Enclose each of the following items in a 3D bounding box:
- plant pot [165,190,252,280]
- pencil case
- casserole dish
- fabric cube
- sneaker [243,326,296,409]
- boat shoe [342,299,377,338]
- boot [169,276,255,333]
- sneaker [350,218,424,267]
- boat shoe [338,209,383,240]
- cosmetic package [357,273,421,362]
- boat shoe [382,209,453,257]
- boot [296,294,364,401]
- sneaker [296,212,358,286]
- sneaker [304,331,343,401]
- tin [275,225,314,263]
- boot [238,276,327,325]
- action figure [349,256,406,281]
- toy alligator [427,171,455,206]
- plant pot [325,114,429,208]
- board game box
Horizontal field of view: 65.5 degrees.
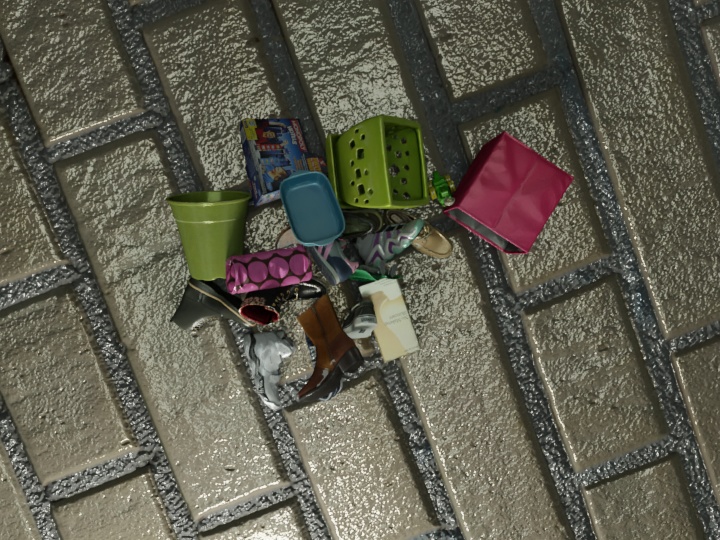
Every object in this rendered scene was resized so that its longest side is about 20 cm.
[{"bbox_3d":[-0.353,-0.083,1.333,0.198,0.200,0.192,0,105,-1],"label":"plant pot"},{"bbox_3d":[-0.216,-0.006,1.308,0.198,0.091,0.095,-13,116,-26],"label":"pencil case"},{"bbox_3d":[-0.109,-0.135,1.261,0.120,0.039,0.201,-17,66,-12],"label":"casserole dish"},{"bbox_3d":[0.341,-0.175,1.327,0.199,0.196,0.200,32,90,-2],"label":"fabric cube"},{"bbox_3d":[-0.210,0.240,1.397,0.114,0.075,0.202,-19,90,3],"label":"sneaker"},{"bbox_3d":[-0.003,0.120,1.348,0.070,0.200,0.064,3,70,-17],"label":"boat shoe"},{"bbox_3d":[-0.365,0.119,1.395,0.199,0.077,0.139,33,97,10],"label":"boot"},{"bbox_3d":[0.048,-0.096,1.347,0.140,0.078,0.200,48,124,-3],"label":"sneaker"},{"bbox_3d":[-0.047,-0.107,1.318,0.199,0.066,0.073,-4,101,24],"label":"boat shoe"},{"bbox_3d":[0.071,0.115,1.399,0.104,0.071,0.202,-21,94,-1],"label":"cosmetic package"},{"bbox_3d":[0.143,-0.092,1.391,0.199,0.065,0.072,28,92,-3],"label":"boat shoe"},{"bbox_3d":[-0.108,0.184,1.323,0.188,0.068,0.201,-44,59,17],"label":"boot"},{"bbox_3d":[-0.080,-0.062,1.291,0.082,0.070,0.201,-28,75,-17],"label":"sneaker"},{"bbox_3d":[-0.100,0.223,1.378,0.069,0.108,0.202,-16,95,16],"label":"sneaker"},{"bbox_3d":[-0.120,-0.084,1.400,0.199,0.042,0.112,-35,90,1],"label":"tin"},{"bbox_3d":[-0.187,0.068,1.345,0.198,0.151,0.074,12,123,0],"label":"boot"},{"bbox_3d":[0.000,0.000,1.344,0.117,0.199,0.055,12,82,-40],"label":"action figure"},{"bbox_3d":[0.199,-0.180,1.337,0.059,0.201,0.055,-19,120,7],"label":"toy alligator"},{"bbox_3d":[0.032,-0.238,1.303,0.180,0.198,0.202,-3,95,34],"label":"plant pot"},{"bbox_3d":[-0.176,-0.264,1.351,0.198,0.062,0.202,-8,74,-30],"label":"board game box"}]
